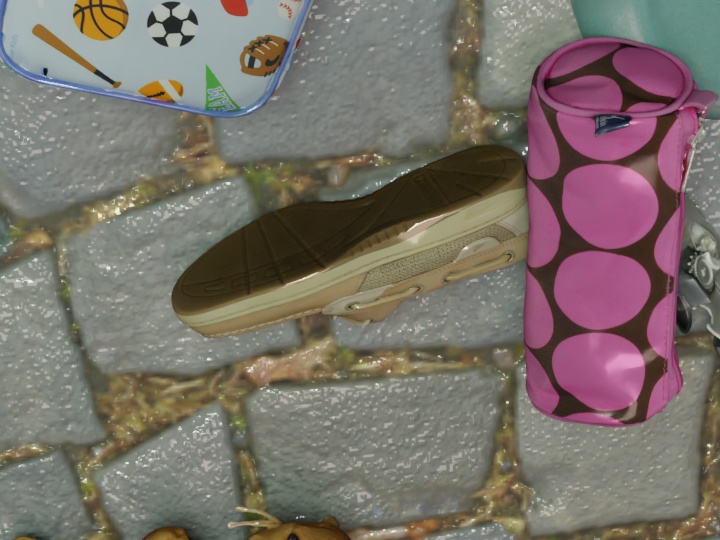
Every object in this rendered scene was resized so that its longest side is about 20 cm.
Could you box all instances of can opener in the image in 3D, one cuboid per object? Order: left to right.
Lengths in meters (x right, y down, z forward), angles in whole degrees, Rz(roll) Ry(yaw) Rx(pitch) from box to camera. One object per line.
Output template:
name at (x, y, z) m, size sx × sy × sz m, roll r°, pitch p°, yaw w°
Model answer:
can opener at (0.208, 0.037, 1.110) m, size 0.067 × 0.053 × 0.200 m, roll -12°, pitch 132°, yaw 39°

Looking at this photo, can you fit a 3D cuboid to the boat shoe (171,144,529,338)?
boat shoe at (0.000, 0.000, 1.029) m, size 0.199 × 0.071 × 0.065 m, roll -19°, pitch 124°, yaw 1°

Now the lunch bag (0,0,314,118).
lunch bag at (-0.091, -0.174, 0.895) m, size 0.159 × 0.076 × 0.201 m, roll 11°, pitch 121°, yaw -13°

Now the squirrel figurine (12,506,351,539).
squirrel figurine at (-0.080, 0.218, 1.142) m, size 0.186 × 0.142 × 0.200 m, roll -25°, pitch 138°, yaw -5°

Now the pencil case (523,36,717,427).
pencil case at (0.131, -0.014, 1.002) m, size 0.093 × 0.091 × 0.201 m, roll 9°, pitch 127°, yaw 17°

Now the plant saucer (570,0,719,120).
plant saucer at (0.205, -0.157, 0.982) m, size 0.199 × 0.036 × 0.201 m, roll -4°, pitch 123°, yaw -7°
